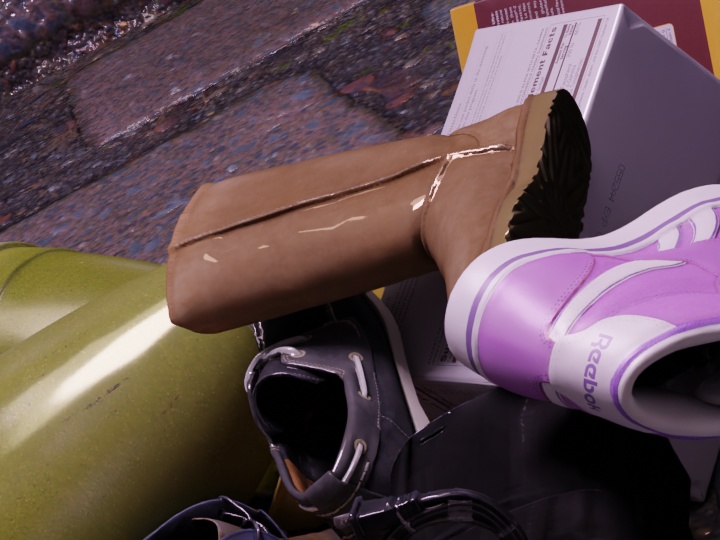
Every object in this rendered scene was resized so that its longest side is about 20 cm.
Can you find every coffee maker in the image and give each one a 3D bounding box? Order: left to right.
[{"bbox_3d":[0.071,0.118,0.724,0.135,0.192,0.200,-5,23,6],"label":"coffee maker"}]

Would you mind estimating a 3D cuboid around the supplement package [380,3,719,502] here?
[{"bbox_3d":[0.115,-0.005,0.970,0.111,0.156,0.200,-1,64,52],"label":"supplement package"}]

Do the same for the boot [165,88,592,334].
[{"bbox_3d":[0.000,0.000,0.868,0.200,0.066,0.175,-14,31,26],"label":"boot"}]

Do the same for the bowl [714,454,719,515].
[{"bbox_3d":[0.214,0.077,0.723,0.201,0.105,0.201,-34,15,10],"label":"bowl"}]

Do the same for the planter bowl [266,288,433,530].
[{"bbox_3d":[0.016,0.068,1.077,0.083,0.200,0.200,19,27,0],"label":"planter bowl"}]

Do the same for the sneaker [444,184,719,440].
[{"bbox_3d":[0.140,0.023,0.737,0.200,0.073,0.114,-17,26,-41],"label":"sneaker"}]

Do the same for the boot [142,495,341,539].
[{"bbox_3d":[-0.036,0.148,0.970,0.200,0.097,0.075,-35,30,-19],"label":"boot"}]

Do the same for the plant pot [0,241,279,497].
[{"bbox_3d":[-0.137,0.076,1.198,0.193,0.200,0.200,-4,28,26],"label":"plant pot"}]

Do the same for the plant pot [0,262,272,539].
[{"bbox_3d":[-0.127,0.092,1.030,0.200,0.187,0.187,-45,18,6],"label":"plant pot"}]

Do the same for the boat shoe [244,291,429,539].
[{"bbox_3d":[-0.020,0.052,0.903,0.072,0.068,0.200,-55,32,20],"label":"boat shoe"}]

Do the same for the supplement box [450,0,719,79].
[{"bbox_3d":[0.201,-0.126,1.214,0.200,0.133,0.197,-11,0,40],"label":"supplement box"}]
